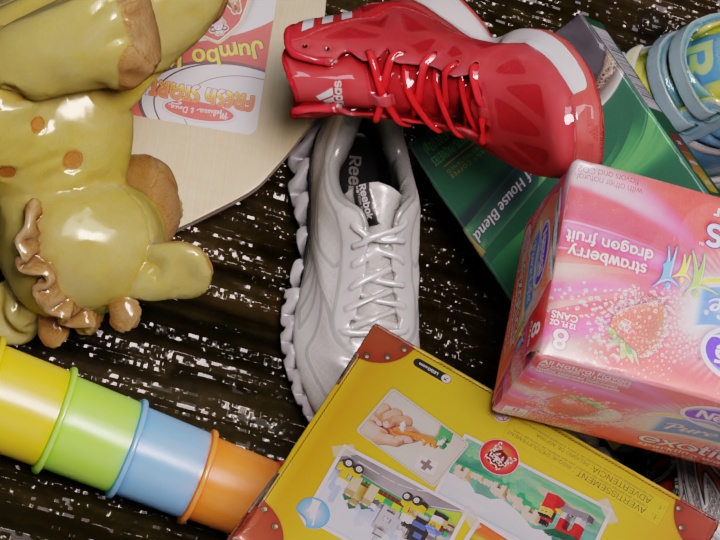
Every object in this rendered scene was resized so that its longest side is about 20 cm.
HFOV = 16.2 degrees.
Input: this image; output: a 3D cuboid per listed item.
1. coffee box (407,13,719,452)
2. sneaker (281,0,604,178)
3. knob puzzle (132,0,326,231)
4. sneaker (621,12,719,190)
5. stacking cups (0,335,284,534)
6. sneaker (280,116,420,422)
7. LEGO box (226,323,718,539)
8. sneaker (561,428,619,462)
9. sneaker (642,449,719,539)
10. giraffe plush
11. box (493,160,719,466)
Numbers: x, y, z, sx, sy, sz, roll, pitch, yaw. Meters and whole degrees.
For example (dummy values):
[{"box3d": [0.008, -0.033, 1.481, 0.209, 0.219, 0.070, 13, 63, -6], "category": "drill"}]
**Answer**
[{"box3d": [0.129, -0.020, 1.324, 0.123, 0.044, 0.201, -35, 77, 14], "category": "coffee box"}, {"box3d": [0.030, -0.082, 1.255, 0.115, 0.200, 0.079, -15, 112, -23], "category": "sneaker"}, {"box3d": [-0.112, -0.108, 1.360, 0.218, 0.030, 0.222, 1, 78, -4], "category": "knob puzzle"}, {"box3d": [0.143, -0.102, 1.383, 0.198, 0.131, 0.080, 3, 71, -15], "category": "sneaker"}, {"box3d": [-0.100, 0.092, 1.280, 0.199, 0.061, 0.061, 20, 66, -11], "category": "stacking cups"}, {"box3d": [0.000, 0.000, 1.331, 0.075, 0.081, 0.202, 1, 72, -18], "category": "sneaker"}, {"box3d": [0.050, 0.143, 1.217, 0.199, 0.077, 0.149, 30, 55, 8], "category": "LEGO box"}, {"box3d": [0.112, 0.169, 1.309, 0.090, 0.078, 0.201, -17, 68, -5], "category": "sneaker"}, {"box3d": [0.182, 0.118, 1.345, 0.082, 0.078, 0.201, -25, 77, -17], "category": "sneaker"}, {"box3d": [-0.142, -0.053, 1.262, 0.200, 0.172, 0.163, -33, 107, -36], "category": "giraffe plush"}, {"box3d": [0.174, 0.033, 1.200, 0.198, 0.095, 0.103, 15, 70, -6], "category": "box"}]
